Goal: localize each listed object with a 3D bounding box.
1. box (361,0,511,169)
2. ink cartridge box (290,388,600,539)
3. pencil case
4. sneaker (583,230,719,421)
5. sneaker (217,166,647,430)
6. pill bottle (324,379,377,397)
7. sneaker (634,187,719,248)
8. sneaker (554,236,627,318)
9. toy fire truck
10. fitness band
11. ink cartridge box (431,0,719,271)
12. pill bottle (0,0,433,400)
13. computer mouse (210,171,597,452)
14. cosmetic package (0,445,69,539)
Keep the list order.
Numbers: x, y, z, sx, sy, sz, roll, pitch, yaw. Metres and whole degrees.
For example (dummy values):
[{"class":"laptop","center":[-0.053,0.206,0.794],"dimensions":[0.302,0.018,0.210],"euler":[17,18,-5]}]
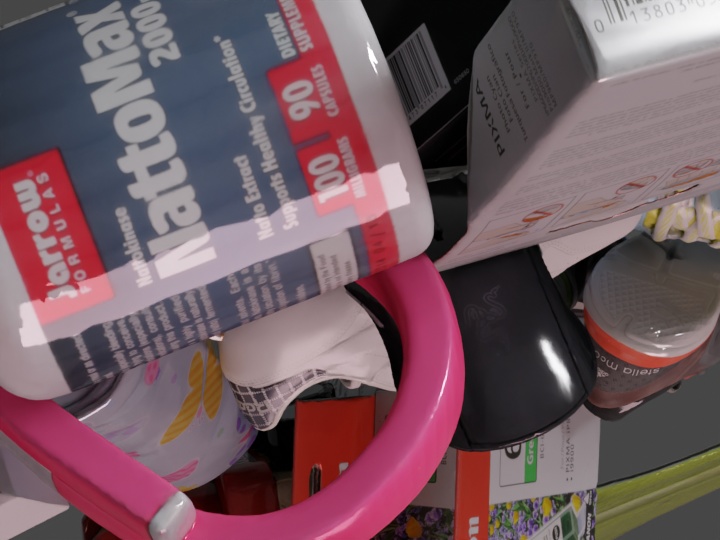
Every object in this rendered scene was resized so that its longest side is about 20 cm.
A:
[{"class":"box","center":[0.105,-0.117,0.941],"dimensions":[0.141,0.079,0.200],"euler":[-3,154,-40]},{"class":"ink cartridge box","center":[0.041,0.107,1.238],"dimensions":[0.050,0.110,0.200],"euler":[3,-178,32]},{"class":"pencil case","center":[-0.105,0.040,1.134],"dimensions":[0.090,0.084,0.200],"euler":[12,171,16]},{"class":"sneaker","center":[0.158,0.006,1.307],"dimensions":[0.200,0.077,0.082],"euler":[-31,150,-42]},{"class":"sneaker","center":[0.031,0.003,1.159],"dimensions":[0.199,0.081,0.076],"euler":[-16,-163,-17]},{"class":"pill bottle","center":[0.012,0.102,1.426],"dimensions":[0.113,0.114,0.200],"euler":[-3,155,-48]},{"class":"sneaker","center":[0.172,-0.022,1.224],"dimensions":[0.199,0.131,0.080],"euler":[-19,164,-9]},{"class":"sneaker","center":[0.066,0.013,1.277],"dimensions":[0.071,0.083,0.199],"euler":[-34,160,30]},{"class":"toy fire truck","center":[-0.100,0.132,1.288],"dimensions":[0.199,0.130,0.176],"euler":[-10,-171,-12]},{"class":"fitness band","center":[-0.058,0.020,0.951],"dimensions":[0.144,0.200,0.037],"euler":[-47,152,-17]},{"class":"ink cartridge box","center":[0.107,-0.064,0.918],"dimensions":[0.159,0.048,0.200],"euler":[-16,168,-20]},{"class":"pill bottle","center":[-0.087,-0.026,0.896],"dimensions":[0.199,0.120,0.120],"euler":[-22,163,-4]},{"class":"computer mouse","center":[0.000,0.000,1.037],"dimensions":[0.140,0.200,0.046],"euler":[-20,130,-2]},{"class":"cosmetic package","center":[-0.229,0.106,1.183],"dimensions":[0.199,0.083,0.051],"euler":[-29,163,16]}]
